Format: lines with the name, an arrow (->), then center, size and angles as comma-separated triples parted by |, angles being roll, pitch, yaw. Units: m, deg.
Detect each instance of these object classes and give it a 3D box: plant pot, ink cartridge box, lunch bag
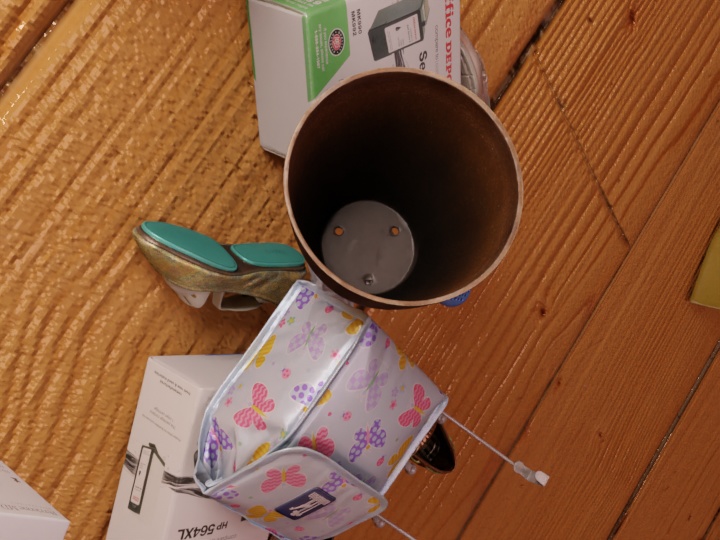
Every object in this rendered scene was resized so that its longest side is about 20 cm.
plant pot -> 0.021, -0.043, 0.891 | 0.188, 0.186, 0.200 | -53, 178, -15
ink cartridge box -> -0.145, 0.187, 0.996 | 0.145, 0.084, 0.202 | 2, 106, -50
ink cartridge box -> 0.001, -0.200, 0.962 | 0.199, 0.084, 0.147 | -31, 131, -36
lunch bag -> -0.037, 0.143, 0.937 | 0.201, 0.127, 0.170 | -52, 137, -9
plant pot -> 0.712, -0.016, 1.818 | 0.193, 0.194, 0.203 | 8, 94, -51

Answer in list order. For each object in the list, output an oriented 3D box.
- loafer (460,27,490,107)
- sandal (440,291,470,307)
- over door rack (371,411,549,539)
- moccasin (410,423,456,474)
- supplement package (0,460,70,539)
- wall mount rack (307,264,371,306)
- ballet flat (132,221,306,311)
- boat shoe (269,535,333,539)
loafer -> 0.105, -0.187, 1.116 | 0.063, 0.071, 0.201 | -62, 151, -31
sandal -> 0.103, -0.037, 1.166 | 0.080, 0.086, 0.201 | -46, 140, -34
over door rack -> 0.084, 0.235, 1.159 | 0.199, 0.067, 0.149 | 34, 78, -6
moccasin -> 0.061, 0.182, 1.238 | 0.074, 0.077, 0.202 | -45, 136, -18
supplement package -> -0.344, 0.218, 0.760 | 0.199, 0.110, 0.157 | 25, 90, -52
wall mount rack -> 0.000, 0.000, 1.081 | 0.201, 0.074, 0.175 | 72, 16, -44
ballet flat -> -0.127, 0.004, 0.941 | 0.199, 0.070, 0.071 | 8, 103, -51
boat shoe -> -0.033, 0.262, 1.180 | 0.201, 0.066, 0.070 | -55, 141, -13
